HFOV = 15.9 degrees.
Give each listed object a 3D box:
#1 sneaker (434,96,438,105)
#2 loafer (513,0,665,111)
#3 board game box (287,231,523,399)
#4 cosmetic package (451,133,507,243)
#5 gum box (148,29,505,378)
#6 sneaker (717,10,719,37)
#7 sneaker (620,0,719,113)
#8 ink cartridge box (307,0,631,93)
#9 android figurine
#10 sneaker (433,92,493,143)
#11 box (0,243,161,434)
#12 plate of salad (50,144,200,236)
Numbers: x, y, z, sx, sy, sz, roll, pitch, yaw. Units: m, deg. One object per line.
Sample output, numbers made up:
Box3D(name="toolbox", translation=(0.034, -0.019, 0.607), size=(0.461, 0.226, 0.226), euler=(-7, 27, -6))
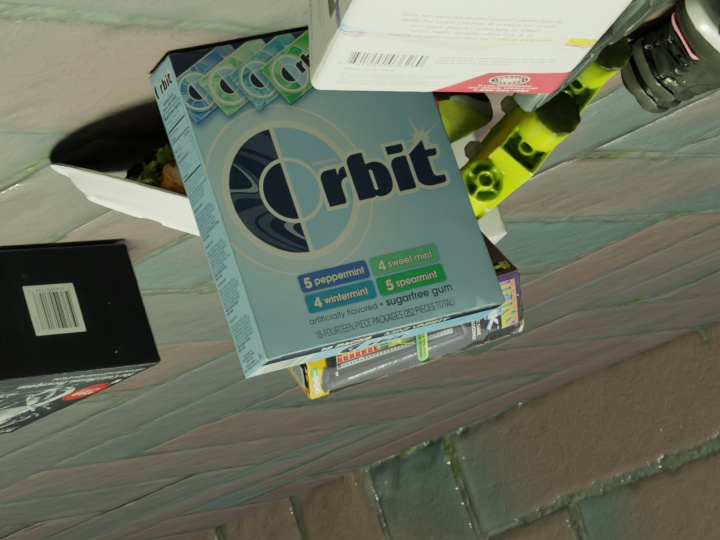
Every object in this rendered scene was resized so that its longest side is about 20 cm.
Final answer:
Box3D(name="sneaker", translation=(-0.031, -0.103, 1.734), size=(0.200, 0.087, 0.074), euler=(8, -161, -35))
Box3D(name="loafer", translation=(0.147, -0.173, 1.607), size=(0.200, 0.063, 0.072), euler=(-40, 175, -39))
Box3D(name="board game box", translation=(0.000, 0.000, 1.839), size=(0.165, 0.057, 0.200), euler=(-19, -147, -16))
Box3D(name="cosmetic package", translation=(0.000, -0.040, 1.982), size=(0.200, 0.102, 0.074), euler=(-14, 170, -17))
Box3D(name="gum box", translation=(-0.021, -0.050, 1.603), size=(0.170, 0.200, 0.045), euler=(-14, 169, -26))
Box3D(name="sneaker", translation=(0.305, -0.141, 1.788), size=(0.076, 0.081, 0.200), euler=(-4, 146, 42))
Box3D(name="sneaker", translation=(0.230, -0.155, 1.855), size=(0.099, 0.071, 0.200), euler=(-25, 172, 13))
Box3D(name="ink cartridge box", translation=(0.058, -0.162, 1.384), size=(0.147, 0.086, 0.200), euler=(2, 165, -11))
Box3D(name="android figurine", translation=(0.117, -0.103, 1.780), size=(0.182, 0.041, 0.200), euler=(-52, -174, -20))
Box3D(name="sneaker", translation=(0.003, -0.078, 1.851), size=(0.200, 0.077, 0.075), euler=(-18, 168, -7))
Box3D(name="box", translation=(-0.292, 0.061, 1.990), size=(0.182, 0.104, 0.200), euler=(-24, 168, 36))
Box3D(name="plate of salad", translation=(-0.109, -0.050, 1.728), size=(0.200, 0.048, 0.200), euler=(15, 178, 1))
